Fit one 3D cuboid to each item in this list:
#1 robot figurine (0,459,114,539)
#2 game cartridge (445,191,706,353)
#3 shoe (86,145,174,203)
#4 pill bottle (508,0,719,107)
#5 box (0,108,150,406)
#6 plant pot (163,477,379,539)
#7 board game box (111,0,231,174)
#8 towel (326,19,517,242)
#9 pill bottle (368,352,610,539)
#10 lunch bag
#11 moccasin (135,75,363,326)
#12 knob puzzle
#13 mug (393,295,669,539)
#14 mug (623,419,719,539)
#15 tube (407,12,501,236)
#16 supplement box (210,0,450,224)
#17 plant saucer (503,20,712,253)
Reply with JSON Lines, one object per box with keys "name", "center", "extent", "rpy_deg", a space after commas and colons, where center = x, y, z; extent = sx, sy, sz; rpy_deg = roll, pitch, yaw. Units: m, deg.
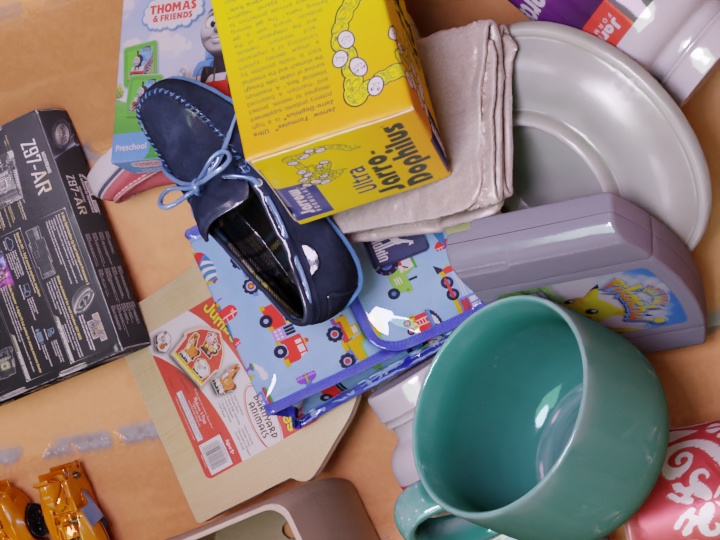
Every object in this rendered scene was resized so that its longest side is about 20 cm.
{"name": "robot figurine", "center": [-0.245, 0.263, 1.548], "extent": [0.145, 0.058, 0.200], "rpy_deg": [-17, 97, 25]}
{"name": "game cartridge", "center": [0.156, 0.011, 1.263], "extent": [0.133, 0.200, 0.040], "rpy_deg": [-15, 61, 22]}
{"name": "shoe", "center": [-0.108, -0.083, 1.397], "extent": [0.200, 0.071, 0.091], "rpy_deg": [-32, 85, 21]}
{"name": "pill bottle", "center": [0.158, -0.199, 1.242], "extent": [0.200, 0.112, 0.112], "rpy_deg": [41, 114, 7]}
{"name": "box", "center": [-0.271, -0.006, 1.480], "extent": [0.160, 0.044, 0.200], "rpy_deg": [-23, 86, 24]}
{"name": "plant pot", "center": [-0.064, 0.261, 1.412], "extent": [0.200, 0.177, 0.200], "rpy_deg": [-24, 95, 24]}
{"name": "board game box", "center": [-0.101, -0.174, 1.339], "extent": [0.151, 0.037, 0.200], "rpy_deg": [-4, 76, 29]}
{"name": "towel", "center": [0.022, -0.089, 1.273], "extent": [0.200, 0.034, 0.133], "rpy_deg": [-7, 76, 42]}
{"name": "pill bottle", "center": [0.092, 0.156, 1.363], "extent": [0.109, 0.109, 0.200], "rpy_deg": [-32, 90, 25]}
{"name": "lunch bag", "center": [0.000, 0.000, 1.362], "extent": [0.200, 0.094, 0.151], "rpy_deg": [-28, 75, 6]}
{"name": "moccasin", "center": [-0.079, -0.049, 1.259], "extent": [0.200, 0.068, 0.080], "rpy_deg": [44, 131, 6]}
{"name": "knob puzzle", "center": [-0.074, 0.070, 1.441], "extent": [0.220, 0.030, 0.220], "rpy_deg": [-1, 87, 24]}
{"name": "mug", "center": [0.116, 0.108, 1.252], "extent": [0.185, 0.114, 0.152], "rpy_deg": [-18, 58, 45]}
{"name": "mug", "center": [0.298, 0.167, 1.292], "extent": [0.200, 0.133, 0.178], "rpy_deg": [-16, 127, 20]}
{"name": "tube", "center": [0.052, -0.086, 1.311], "extent": [0.052, 0.058, 0.200], "rpy_deg": [-31, 73, 19]}
{"name": "supplement box", "center": [-0.026, -0.150, 1.208], "extent": [0.109, 0.109, 0.200], "rpy_deg": [-17, 67, 9]}
{"name": "plant saucer", "center": [0.138, -0.070, 1.261], "extent": [0.200, 0.050, 0.200], "rpy_deg": [31, 146, 24]}
